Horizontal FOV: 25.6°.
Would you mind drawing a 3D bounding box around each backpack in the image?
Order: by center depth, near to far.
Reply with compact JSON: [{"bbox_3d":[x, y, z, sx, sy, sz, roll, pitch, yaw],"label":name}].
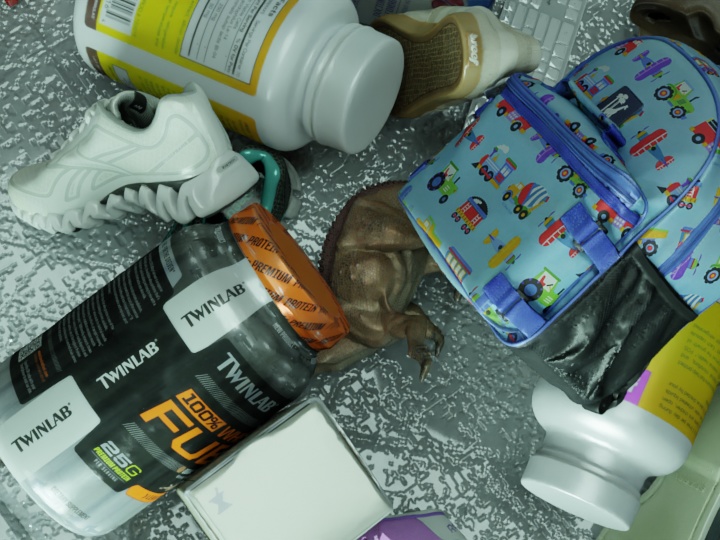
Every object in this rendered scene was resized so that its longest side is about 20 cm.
[{"bbox_3d":[0.146,-0.048,0.912,0.200,0.183,0.135,-42,129,14],"label":"backpack"}]

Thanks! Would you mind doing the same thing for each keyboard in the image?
[{"bbox_3d":[0.118,-0.151,1.117,0.056,0.011,0.200,19,78,-1],"label":"keyboard"}]

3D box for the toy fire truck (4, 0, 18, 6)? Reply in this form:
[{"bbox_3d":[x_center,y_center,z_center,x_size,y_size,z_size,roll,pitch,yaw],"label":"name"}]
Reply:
[{"bbox_3d":[-0.296,-0.198,1.067,0.141,0.049,0.200,-38,85,-11],"label":"toy fire truck"}]

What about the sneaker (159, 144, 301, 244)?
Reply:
[{"bbox_3d":[-0.109,-0.004,1.025,0.078,0.091,0.200,30,78,2],"label":"sneaker"}]

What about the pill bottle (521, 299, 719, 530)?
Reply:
[{"bbox_3d":[0.174,0.057,0.996,0.104,0.104,0.200,25,78,0],"label":"pill bottle"}]

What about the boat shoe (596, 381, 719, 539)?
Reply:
[{"bbox_3d":[0.215,0.164,1.035,0.066,0.074,0.199,27,91,-38],"label":"boat shoe"}]

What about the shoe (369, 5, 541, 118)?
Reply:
[{"bbox_3d":[0.054,-0.135,1.019,0.053,0.200,0.070,-10,99,-17],"label":"shoe"}]

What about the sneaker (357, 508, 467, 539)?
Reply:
[{"bbox_3d":[-0.013,0.226,1.006,0.200,0.073,0.114,-30,79,-21],"label":"sneaker"}]

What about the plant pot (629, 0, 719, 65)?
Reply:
[{"bbox_3d":[0.297,-0.205,1.062,0.200,0.200,0.198,39,87,3],"label":"plant pot"}]

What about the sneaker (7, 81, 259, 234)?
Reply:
[{"bbox_3d":[-0.153,-0.073,0.997,0.075,0.200,0.081,-45,120,-44],"label":"sneaker"}]

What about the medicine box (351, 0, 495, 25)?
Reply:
[{"bbox_3d":[0.003,-0.243,1.036,0.200,0.182,0.103,16,77,-2],"label":"medicine box"}]

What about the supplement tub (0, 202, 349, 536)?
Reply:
[{"bbox_3d":[-0.114,0.056,0.941,0.200,0.123,0.123,-36,84,7],"label":"supplement tub"}]

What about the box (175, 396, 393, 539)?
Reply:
[{"bbox_3d":[-0.051,0.135,0.946,0.095,0.200,0.078,-35,89,-9],"label":"box"}]

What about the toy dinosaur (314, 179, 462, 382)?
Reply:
[{"bbox_3d":[0.000,0.000,1.043,0.135,0.086,0.200,21,72,6],"label":"toy dinosaur"}]

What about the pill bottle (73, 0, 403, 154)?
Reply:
[{"bbox_3d":[-0.077,-0.146,1.021,0.200,0.109,0.109,25,77,19],"label":"pill bottle"}]
